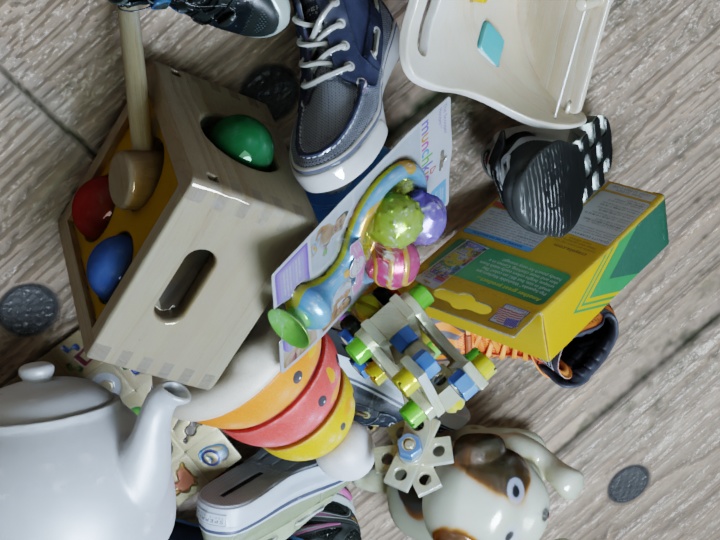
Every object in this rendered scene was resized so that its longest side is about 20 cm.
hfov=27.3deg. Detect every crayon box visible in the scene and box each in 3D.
[{"bbox_3d":[0.134,-0.003,1.167,0.200,0.126,0.052,-39,132,-32],"label":"crayon box"}]

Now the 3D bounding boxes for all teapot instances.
[{"bbox_3d":[-0.235,0.140,1.093,0.199,0.197,0.147,-9,97,-19],"label":"teapot"}]

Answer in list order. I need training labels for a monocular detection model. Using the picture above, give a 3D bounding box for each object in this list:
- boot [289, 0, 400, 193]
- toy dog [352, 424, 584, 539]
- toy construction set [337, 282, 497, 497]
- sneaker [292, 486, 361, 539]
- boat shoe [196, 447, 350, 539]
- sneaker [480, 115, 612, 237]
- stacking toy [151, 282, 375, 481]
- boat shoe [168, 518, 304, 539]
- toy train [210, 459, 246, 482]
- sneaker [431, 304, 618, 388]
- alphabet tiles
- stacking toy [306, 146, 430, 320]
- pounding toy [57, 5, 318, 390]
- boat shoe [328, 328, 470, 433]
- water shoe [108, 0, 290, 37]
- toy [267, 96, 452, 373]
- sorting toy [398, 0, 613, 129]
[{"bbox_3d":[-0.024,-0.144,1.031,0.073,0.200,0.090,-16,126,21],"label":"boot"},{"bbox_3d":[0.097,0.187,1.262,0.193,0.200,0.140,23,84,-4],"label":"toy dog"},{"bbox_3d":[0.041,0.083,1.111,0.092,0.131,0.200,-36,156,-22],"label":"toy construction set"},{"bbox_3d":[-0.085,0.266,1.306,0.200,0.086,0.080,-37,125,2],"label":"sneaker"},{"bbox_3d":[-0.064,0.184,1.233,0.200,0.072,0.062,-21,121,-47],"label":"boat shoe"},{"bbox_3d":[0.128,-0.073,1.140,0.088,0.200,0.074,2,105,23],"label":"sneaker"},{"bbox_3d":[-0.051,0.097,1.155,0.146,0.146,0.200,-41,126,4],"label":"stacking toy"},{"bbox_3d":[-0.107,0.263,1.238,0.199,0.069,0.084,0,114,26],"label":"boat shoe"},{"bbox_3d":[-0.128,0.170,1.254,0.200,0.046,0.034,14,113,-29],"label":"toy train"},{"bbox_3d":[0.125,0.052,1.250,0.199,0.112,0.078,-15,124,-13],"label":"sneaker"},{"bbox_3d":[-0.197,0.128,1.188,0.200,0.006,0.167,-37,106,1],"label":"alphabet tiles"},{"bbox_3d":[0.000,0.000,1.177,0.116,0.110,0.200,-42,139,-23],"label":"stacking toy"},{"bbox_3d":[-0.136,-0.063,1.042,0.142,0.184,0.200,18,119,-31],"label":"pounding toy"},{"bbox_3d":[-0.007,0.111,1.261,0.200,0.071,0.091,26,108,-26],"label":"boat shoe"},{"bbox_3d":[-0.140,-0.197,0.993,0.200,0.079,0.071,29,145,-23],"label":"water shoe"},{"bbox_3d":[0.017,-0.017,1.038,0.200,0.047,0.115,-43,152,-27],"label":"toy"},{"bbox_3d":[0.099,-0.202,1.051,0.180,0.107,0.200,-16,128,-46],"label":"sorting toy"}]
